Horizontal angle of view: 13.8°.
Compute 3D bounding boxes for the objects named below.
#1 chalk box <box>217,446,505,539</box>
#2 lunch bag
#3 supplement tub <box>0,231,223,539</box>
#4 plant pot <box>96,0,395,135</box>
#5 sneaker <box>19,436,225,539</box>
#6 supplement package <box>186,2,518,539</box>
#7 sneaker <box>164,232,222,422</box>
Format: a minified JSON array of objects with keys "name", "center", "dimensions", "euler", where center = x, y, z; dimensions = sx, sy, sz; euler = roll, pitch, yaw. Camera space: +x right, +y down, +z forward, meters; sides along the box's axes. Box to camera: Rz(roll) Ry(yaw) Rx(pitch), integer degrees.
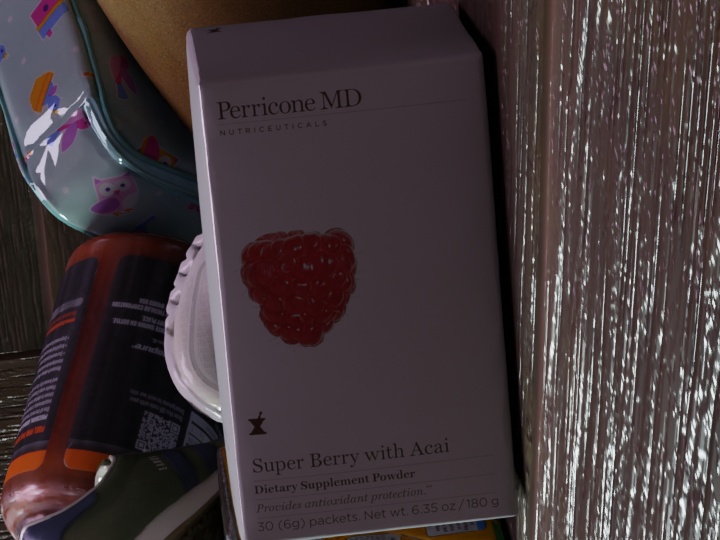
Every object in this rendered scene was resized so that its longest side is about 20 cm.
[{"name":"chalk box","center":[0.006,0.189,1.381],"dimensions":[0.125,0.123,0.201],"euler":[-105,9,-59]},{"name":"lunch bag","center":[-0.124,-0.102,1.631],"dimensions":[0.160,0.077,0.201],"euler":[21,-140,-45]},{"name":"supplement tub","center":[-0.125,0.088,1.540],"dimensions":[0.107,0.106,0.201],"euler":[92,-170,-62]},{"name":"plant pot","center":[-0.056,-0.155,1.548],"dimensions":[0.186,0.186,0.201],"euler":[158,91,-85]},{"name":"sneaker","center":[-0.088,0.106,1.447],"dimensions":[0.200,0.090,0.067],"euler":[-37,-47,-52]},{"name":"supplement package","center":[-0.005,-0.001,1.261],"dimensions":[0.120,0.121,0.201],"euler":[-108,12,-74]},{"name":"sneaker","center":[-0.024,-0.023,1.362],"dimensions":[0.200,0.075,0.081],"euler":[-60,9,-18]}]
